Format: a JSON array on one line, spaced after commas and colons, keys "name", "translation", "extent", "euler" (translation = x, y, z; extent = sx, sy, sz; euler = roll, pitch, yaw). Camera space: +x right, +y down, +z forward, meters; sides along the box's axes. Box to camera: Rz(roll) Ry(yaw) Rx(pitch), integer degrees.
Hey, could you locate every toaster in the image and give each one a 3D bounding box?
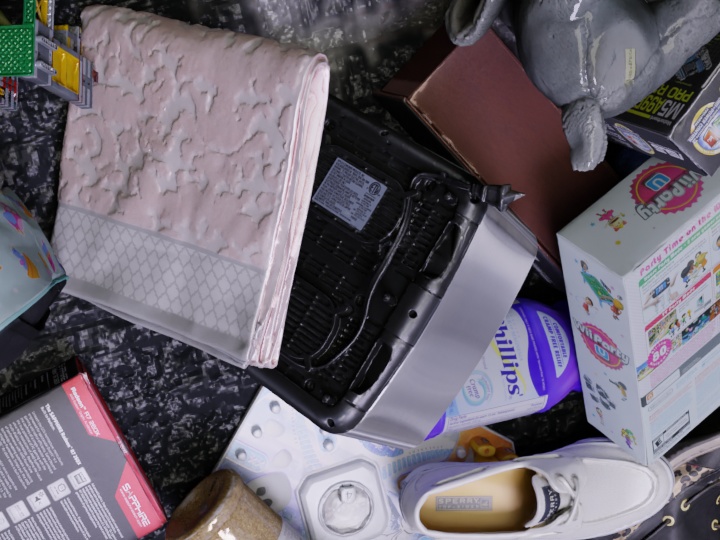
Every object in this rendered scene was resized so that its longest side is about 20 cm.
[{"name": "toaster", "translation": [0.000, 0.000, 0.913], "extent": [0.182, 0.199, 0.118], "euler": [-59, 149, 2]}]

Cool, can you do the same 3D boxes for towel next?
[{"name": "towel", "translation": [-0.115, -0.057, 0.881], "extent": [0.032, 0.199, 0.193], "euler": [-2, 106, -54]}]

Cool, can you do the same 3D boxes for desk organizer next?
[{"name": "desk organizer", "translation": [0.109, -0.077, 0.990], "extent": [0.077, 0.072, 0.200], "euler": [-46, 109, -4]}]

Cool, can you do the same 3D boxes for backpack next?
[{"name": "backpack", "translation": [-0.265, 0.013, 0.817], "extent": [0.175, 0.200, 0.154], "euler": [-33, 105, -5]}]

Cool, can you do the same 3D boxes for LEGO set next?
[{"name": "LEGO set", "translation": [-0.241, -0.162, 0.863], "extent": [0.198, 0.116, 0.155], "euler": [-9, 84, 8]}]

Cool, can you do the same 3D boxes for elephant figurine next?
[{"name": "elephant figurine", "translation": [0.126, -0.172, 0.901], "extent": [0.154, 0.200, 0.142], "euler": [-32, 113, -14]}]

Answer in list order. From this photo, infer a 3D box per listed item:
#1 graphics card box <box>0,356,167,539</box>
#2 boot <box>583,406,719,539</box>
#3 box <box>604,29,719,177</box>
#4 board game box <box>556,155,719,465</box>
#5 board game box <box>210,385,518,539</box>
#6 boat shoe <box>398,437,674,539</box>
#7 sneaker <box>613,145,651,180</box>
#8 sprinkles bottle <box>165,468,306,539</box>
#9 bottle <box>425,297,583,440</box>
[{"name": "graphics card box", "translation": [-0.246, 0.160, 0.956], "extent": [0.199, 0.051, 0.126], "euler": [-29, 108, -8]}, {"name": "boot", "translation": [0.265, 0.185, 1.087], "extent": [0.199, 0.073, 0.151], "euler": [-32, 107, -2]}, {"name": "box", "translation": [0.208, -0.155, 0.929], "extent": [0.044, 0.200, 0.161], "euler": [36, 90, -25]}, {"name": "board game box", "translation": [0.215, 0.016, 0.964], "extent": [0.147, 0.064, 0.201], "euler": [-37, 139, -18]}, {"name": "board game box", "translation": [-0.010, 0.173, 1.035], "extent": [0.199, 0.026, 0.201], "euler": [29, 93, -19]}, {"name": "boat shoe", "translation": [0.128, 0.159, 1.002], "extent": [0.198, 0.070, 0.072], "euler": [-2, 93, -4]}, {"name": "sneaker", "translation": [0.262, -0.088, 1.033], "extent": [0.198, 0.079, 0.089], "euler": [2, 142, -29]}, {"name": "sprinkles bottle", "translation": [-0.044, 0.225, 0.987], "extent": [0.068, 0.068, 0.200], "euler": [-44, 109, -2]}, {"name": "bottle", "translation": [0.108, 0.063, 1.013], "extent": [0.198, 0.065, 0.084], "euler": [-10, 77, -23]}]
